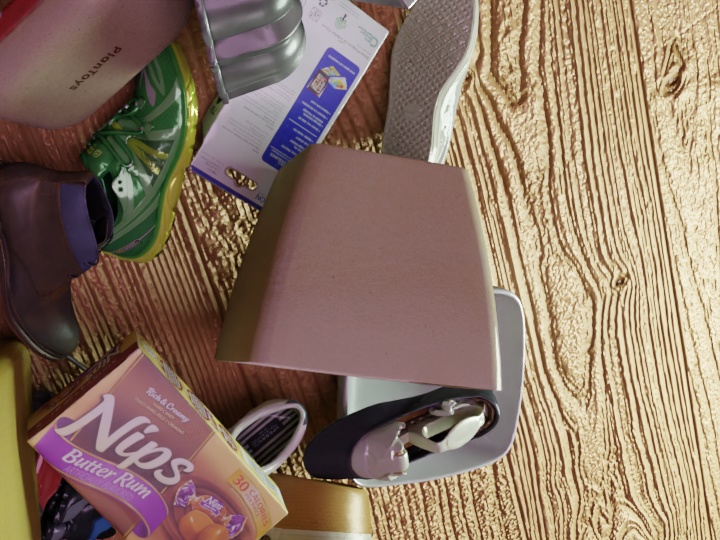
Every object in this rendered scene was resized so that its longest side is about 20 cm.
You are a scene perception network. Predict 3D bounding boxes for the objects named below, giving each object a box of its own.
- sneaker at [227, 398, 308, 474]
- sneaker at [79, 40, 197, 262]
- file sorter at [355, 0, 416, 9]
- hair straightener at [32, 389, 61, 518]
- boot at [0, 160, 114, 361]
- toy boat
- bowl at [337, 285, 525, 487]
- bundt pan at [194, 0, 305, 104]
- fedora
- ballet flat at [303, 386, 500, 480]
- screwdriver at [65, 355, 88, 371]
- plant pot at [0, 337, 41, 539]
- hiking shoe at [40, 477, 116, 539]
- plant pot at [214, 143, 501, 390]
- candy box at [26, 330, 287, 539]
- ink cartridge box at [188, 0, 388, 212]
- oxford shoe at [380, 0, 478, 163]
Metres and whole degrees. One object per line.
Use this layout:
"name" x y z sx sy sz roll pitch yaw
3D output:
"sneaker" -0.129 0.184 0.985 0.073 0.071 0.200 44 66 4
"sneaker" -0.188 -0.102 0.900 0.083 0.074 0.201 5 106 -30
"file sorter" -0.008 -0.332 0.867 0.125 0.139 0.200 -47 120 -6
"hair straightener" -0.303 0.204 0.958 0.041 0.077 0.201 15 87 -51
"boot" -0.242 -0.001 0.878 0.096 0.075 0.201 -1 131 11
"toy boat" -0.226 -0.211 0.826 0.200 0.131 0.130 -37 166 16
"bowl" 0.063 0.106 1.085 0.199 0.075 0.201 -6 110 -22
"bundt pan" -0.089 -0.233 0.820 0.075 0.202 0.203 -10 113 -1
"fedora" -0.052 0.240 1.035 0.200 0.200 0.082 12 74 -27
"ballet flat" 0.045 0.155 1.014 0.199 0.073 0.073 -18 114 -18
"screwdriver" -0.220 0.120 0.995 0.200 0.028 0.029 37 119 -23
"plant pot" -0.350 0.160 0.804 0.194 0.200 0.195 -4 91 -13
"hiking shoe" -0.219 0.166 0.981 0.087 0.074 0.200 24 112 -46
"plant pot" 0.000 0.000 0.901 0.199 0.200 0.178 9 84 -15
"candy box" -0.167 0.163 0.902 0.117 0.056 0.200 -39 112 -4
"ink cartridge box" -0.068 -0.155 0.957 0.099 0.039 0.201 31 92 -30
"oxford shoe" 0.064 -0.171 1.004 0.058 0.075 0.201 2 102 -68
